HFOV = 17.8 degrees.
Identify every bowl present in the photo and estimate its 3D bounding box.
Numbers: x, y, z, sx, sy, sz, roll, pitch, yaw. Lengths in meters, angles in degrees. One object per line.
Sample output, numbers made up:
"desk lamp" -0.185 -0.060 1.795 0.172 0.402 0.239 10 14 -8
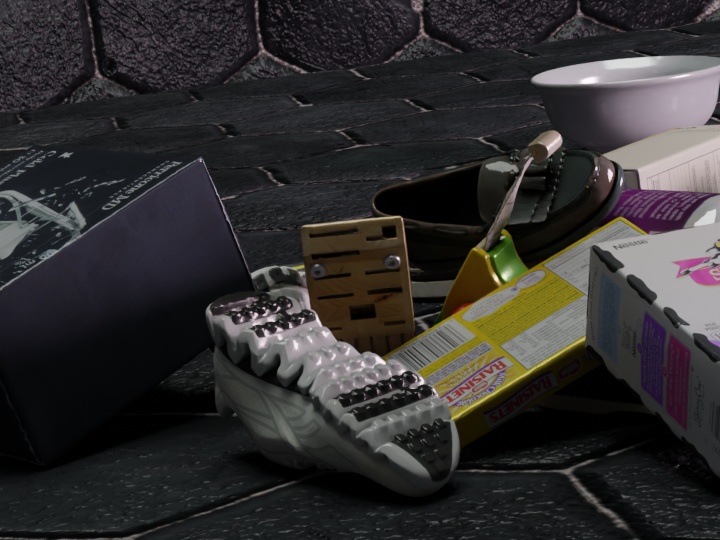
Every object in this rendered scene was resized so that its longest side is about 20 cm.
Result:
"bowl" 0.279 -0.163 2.365 0.201 0.090 0.201 -6 10 1

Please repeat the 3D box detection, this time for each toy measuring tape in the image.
"toy measuring tape" 0.102 0.004 1.460 0.074 0.200 0.074 15 40 -13

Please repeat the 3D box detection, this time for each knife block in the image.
"knife block" 0.000 0.000 1.499 0.064 0.200 0.176 -7 41 1

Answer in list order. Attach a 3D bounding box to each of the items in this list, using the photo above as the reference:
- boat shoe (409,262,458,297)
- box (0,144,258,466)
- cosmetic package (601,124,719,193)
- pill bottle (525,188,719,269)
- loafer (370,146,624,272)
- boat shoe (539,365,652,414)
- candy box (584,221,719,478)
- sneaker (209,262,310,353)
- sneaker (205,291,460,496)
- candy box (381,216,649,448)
"boat shoe" 0.077 -0.027 1.863 0.072 0.060 0.200 -4 11 17
"box" -0.211 0.017 1.519 0.197 0.124 0.200 8 36 47
"cosmetic package" 0.232 -0.046 1.765 0.073 0.104 0.200 0 11 35
"pill bottle" 0.208 0.004 1.496 0.112 0.112 0.200 -16 14 -41
"loafer" 0.084 -0.043 1.520 0.063 0.072 0.200 35 -31 -28
"boat shoe" 0.194 0.054 1.386 0.201 0.063 0.074 3 13 36
"candy box" 0.242 0.041 1.270 0.168 0.072 0.200 -11 28 -20
"sneaker" -0.058 0.034 1.645 0.085 0.074 0.200 -15 0 34
"sneaker" -0.018 0.085 1.337 0.075 0.081 0.200 -10 30 -39
"candy box" 0.103 0.039 1.384 0.200 0.026 0.102 -30 32 -11
